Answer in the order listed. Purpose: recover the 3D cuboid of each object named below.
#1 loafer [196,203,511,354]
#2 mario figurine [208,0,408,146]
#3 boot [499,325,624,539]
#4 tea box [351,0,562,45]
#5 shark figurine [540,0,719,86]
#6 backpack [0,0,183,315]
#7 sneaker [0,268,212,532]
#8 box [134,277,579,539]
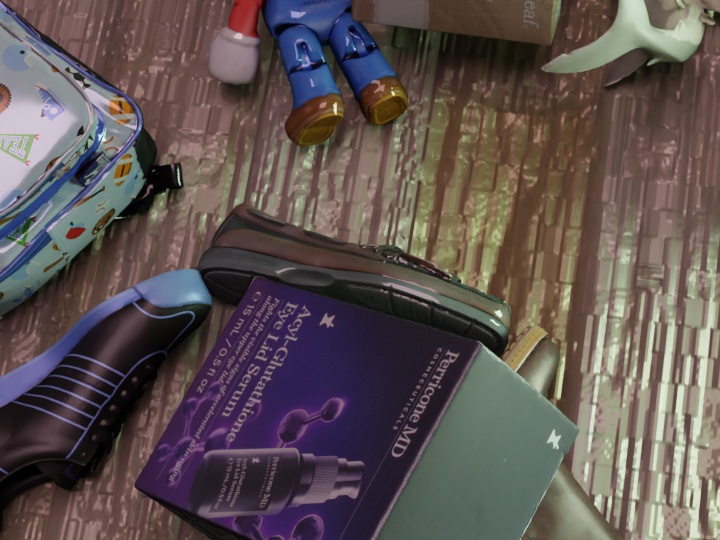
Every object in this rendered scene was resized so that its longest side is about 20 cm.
[{"bbox_3d":[0.000,0.000,1.257,0.200,0.072,0.063,12,60,13],"label":"loafer"},{"bbox_3d":[-0.038,-0.179,1.343,0.106,0.123,0.200,-32,71,38],"label":"mario figurine"},{"bbox_3d":[0.119,0.148,1.199,0.166,0.072,0.200,28,68,1],"label":"boot"},{"bbox_3d":[0.075,-0.281,1.266,0.133,0.200,0.197,8,45,8],"label":"tea box"},{"bbox_3d":[0.175,-0.148,1.286,0.128,0.215,0.090,39,116,-10],"label":"shark figurine"},{"bbox_3d":[-0.244,-0.065,1.267,0.200,0.154,0.191,38,86,15],"label":"backpack"},{"bbox_3d":[-0.165,0.080,1.241,0.200,0.070,0.078,-34,73,-2],"label":"sneaker"},{"bbox_3d":[-0.004,0.105,1.142,0.200,0.104,0.148,13,69,47],"label":"box"}]
